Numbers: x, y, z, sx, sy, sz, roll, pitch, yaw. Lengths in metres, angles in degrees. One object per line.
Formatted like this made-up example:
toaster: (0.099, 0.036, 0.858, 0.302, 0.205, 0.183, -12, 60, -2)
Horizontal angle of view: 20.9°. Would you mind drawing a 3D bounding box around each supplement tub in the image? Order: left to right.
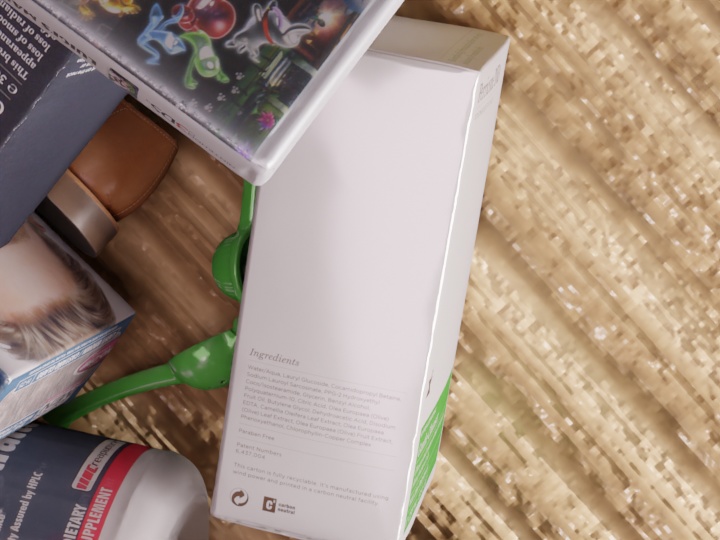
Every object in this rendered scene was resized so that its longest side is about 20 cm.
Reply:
supplement tub: (-0.176, 0.130, 0.848, 0.199, 0.140, 0.141, 11, 106, 8)

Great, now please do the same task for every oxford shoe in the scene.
oxford shoe: (-0.160, -0.099, 0.838, 0.200, 0.071, 0.071, 44, 78, 1)

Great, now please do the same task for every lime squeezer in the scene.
lime squeezer: (-0.067, 0.005, 0.856, 0.071, 0.038, 0.201, 42, 112, 32)

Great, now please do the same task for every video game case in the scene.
video game case: (-0.048, -0.157, 0.645, 0.181, 0.023, 0.200, 36, 72, 0)

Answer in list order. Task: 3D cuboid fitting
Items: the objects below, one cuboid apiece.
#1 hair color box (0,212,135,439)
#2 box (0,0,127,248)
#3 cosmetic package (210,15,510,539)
hair color box: (-0.200, -0.019, 0.818, 0.200, 0.100, 0.061, 44, 118, 8)
box: (-0.178, -0.123, 0.727, 0.200, 0.104, 0.182, 45, 116, 2)
cosmetic package: (0.000, 0.000, 0.797, 0.084, 0.108, 0.201, 12, 107, 8)
